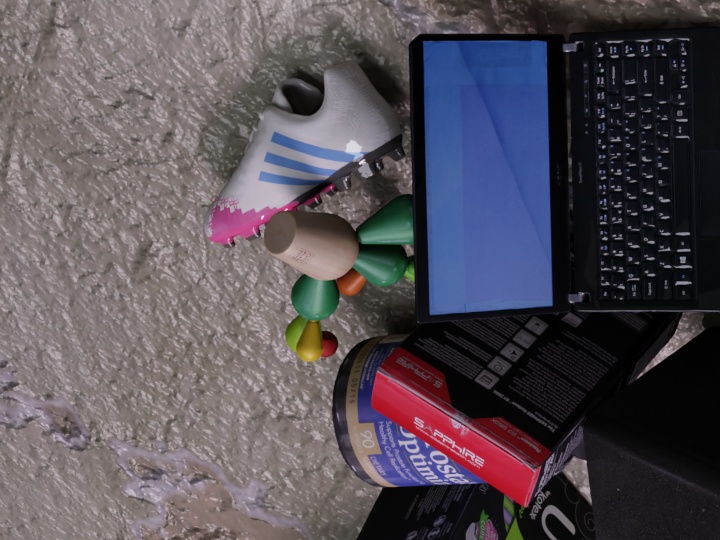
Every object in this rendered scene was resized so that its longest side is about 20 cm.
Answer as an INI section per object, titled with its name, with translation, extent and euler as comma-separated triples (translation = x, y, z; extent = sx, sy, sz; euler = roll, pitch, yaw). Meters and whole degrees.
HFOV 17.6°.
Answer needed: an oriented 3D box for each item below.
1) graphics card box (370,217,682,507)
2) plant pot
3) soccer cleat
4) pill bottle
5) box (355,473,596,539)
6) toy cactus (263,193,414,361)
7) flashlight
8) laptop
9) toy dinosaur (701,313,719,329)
[graphics card box]
translation = 0.113, 0.051, 1.523
extent = 0.125, 0.200, 0.051
euler = 31, 141, 17
[plant pot]
translation = 0.254, 0.145, 1.473
extent = 0.177, 0.199, 0.201
euler = 22, 134, 44
[soccer cleat]
translation = -0.049, -0.083, 1.613
extent = 0.200, 0.070, 0.087
euler = -27, 92, 44
[pill bottle]
translation = 0.089, 0.095, 1.657
extent = 0.199, 0.112, 0.112
euler = -6, 126, 34
[box]
translation = 0.106, 0.241, 1.755
extent = 0.124, 0.149, 0.200
euler = -24, 115, 40
[toy cactus]
translation = 0.000, 0.000, 1.601
extent = 0.200, 0.103, 0.165
euler = -29, 151, 34
[flashlight]
translation = 0.233, -0.055, 1.474
extent = 0.199, 0.068, 0.068
euler = 5, 122, 19
[laptop]
translation = 0.141, -0.059, 1.417
extent = 0.199, 0.103, 0.178
euler = 0, 94, 22
[toy dinosaur]
translation = 0.263, 0.049, 1.565
extent = 0.088, 0.047, 0.200
euler = 24, 140, 30
